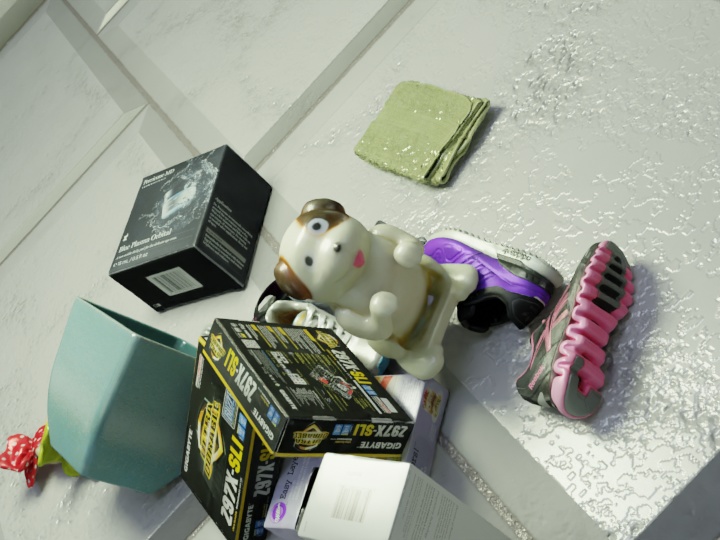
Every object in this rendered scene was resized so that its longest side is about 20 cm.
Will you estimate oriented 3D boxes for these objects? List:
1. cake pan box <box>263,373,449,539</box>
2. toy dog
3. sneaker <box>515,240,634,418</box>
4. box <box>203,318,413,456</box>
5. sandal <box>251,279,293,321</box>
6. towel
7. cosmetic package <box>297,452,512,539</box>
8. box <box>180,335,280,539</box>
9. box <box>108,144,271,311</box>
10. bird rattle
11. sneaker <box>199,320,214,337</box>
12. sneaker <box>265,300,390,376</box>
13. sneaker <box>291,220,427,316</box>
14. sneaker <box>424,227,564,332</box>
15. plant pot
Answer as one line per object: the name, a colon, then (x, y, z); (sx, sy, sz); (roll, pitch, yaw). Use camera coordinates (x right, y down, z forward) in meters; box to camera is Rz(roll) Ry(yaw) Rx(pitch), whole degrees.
cake pan box: (-0.007, 0.217, 1.111); (0.183, 0.052, 0.201); (-8, 53, 41)
toy dog: (0.002, 0.001, 1.076); (0.194, 0.200, 0.140); (28, 86, 52)
sneaker: (0.218, 0.057, 1.026); (0.095, 0.079, 0.201); (-7, 52, 53)
box: (-0.060, 0.124, 1.058); (0.200, 0.159, 0.050); (44, 117, 48)
sandal: (-0.105, 0.033, 1.355); (0.201, 0.048, 0.075); (-53, 39, -7)
towel: (0.083, -0.194, 1.380); (0.200, 0.036, 0.149); (26, 78, 49)
cosmetic package: (0.048, 0.251, 0.912); (0.107, 0.200, 0.085); (-1, 59, 39)
box: (-0.154, 0.201, 1.174); (0.159, 0.049, 0.201); (35, 122, 47)
box: (-0.265, -0.064, 1.532); (0.196, 0.117, 0.201); (-16, 48, 34)
bird rattle: (-0.449, 0.252, 1.487); (0.199, 0.113, 0.164); (-19, 34, 49)
sneaker: (-0.126, 0.152, 1.264); (0.075, 0.104, 0.201); (-38, 68, 34)
sneaker: (-0.044, 0.090, 1.226); (0.199, 0.081, 0.077); (14, 66, 46)
sneaker: (0.000, 0.000, 1.269); (0.199, 0.076, 0.114); (-1, 57, 35)
sneaker: (0.131, 0.017, 1.133); (0.200, 0.069, 0.100); (18, 74, 49)
plant pot: (-0.309, 0.180, 1.320); (0.196, 0.195, 0.201); (20, 83, 49)
